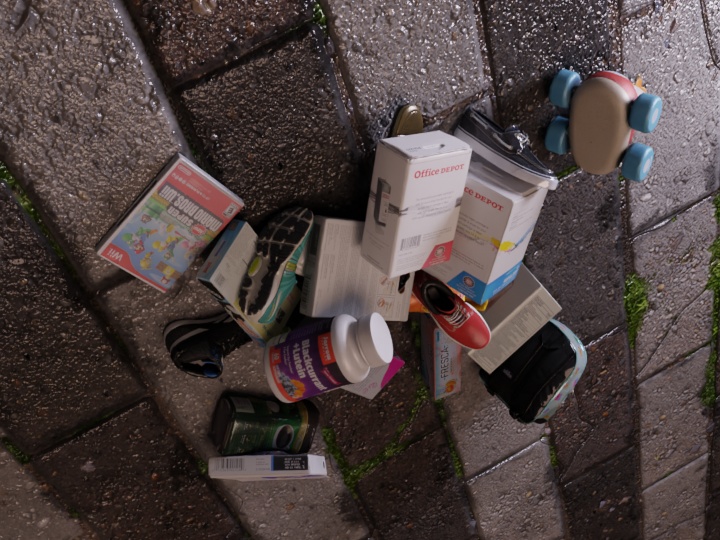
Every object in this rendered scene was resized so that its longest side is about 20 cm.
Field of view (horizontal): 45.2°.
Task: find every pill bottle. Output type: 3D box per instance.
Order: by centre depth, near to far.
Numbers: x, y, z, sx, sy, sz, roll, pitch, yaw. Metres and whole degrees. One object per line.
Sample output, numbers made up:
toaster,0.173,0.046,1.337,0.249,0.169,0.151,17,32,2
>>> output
pill bottle,-0.051,0.137,1.406,0.196,0.113,0.112,-20,137,21

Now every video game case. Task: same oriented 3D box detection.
video game case,-0.293,-0.069,1.337,0.200,0.018,0.142,-46,133,10

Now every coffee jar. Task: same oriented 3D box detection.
coffee jar,-0.175,0.293,1.633,0.196,0.085,0.106,9,109,-32

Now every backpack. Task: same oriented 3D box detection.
backpack,0.373,0.199,1.802,0.152,0.176,0.202,6,123,-51

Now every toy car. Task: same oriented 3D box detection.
toy car,0.449,-0.284,1.504,0.199,0.182,0.180,-40,141,-35

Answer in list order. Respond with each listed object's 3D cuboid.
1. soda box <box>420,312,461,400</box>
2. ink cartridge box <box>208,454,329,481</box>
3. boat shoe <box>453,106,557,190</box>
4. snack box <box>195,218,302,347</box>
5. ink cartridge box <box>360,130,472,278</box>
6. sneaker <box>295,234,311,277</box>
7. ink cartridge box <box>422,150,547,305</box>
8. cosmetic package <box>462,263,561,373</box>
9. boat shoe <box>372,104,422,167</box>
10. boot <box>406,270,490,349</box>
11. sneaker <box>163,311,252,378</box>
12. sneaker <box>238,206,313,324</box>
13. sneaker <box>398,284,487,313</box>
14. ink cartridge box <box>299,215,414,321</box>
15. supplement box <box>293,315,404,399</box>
soda box,0.160,0.160,1.725,0.062,0.069,0.203,-16,130,-15
ink cartridge box,-0.169,0.379,1.658,0.193,0.045,0.200,-4,163,8
boat shoe,0.245,-0.203,1.414,0.071,0.199,0.069,-4,126,-57
snack box,-0.178,0.026,1.422,0.118,0.036,0.201,-60,139,-24
ink cartridge box,0.087,-0.108,1.372,0.144,0.084,0.204,-15,127,-39
sneaker,-0.037,-0.018,1.486,0.197,0.075,0.090,20,102,-37
ink cartridge box,0.208,-0.082,1.481,0.144,0.146,0.204,-28,141,-47
cosmetic package,0.291,0.096,1.734,0.199,0.088,0.103,-42,132,8
boat shoe,0.050,-0.176,1.406,0.072,0.064,0.204,-12,123,-42
boot,0.171,0.083,1.541,0.199,0.144,0.073,43,91,-15
sneaker,-0.226,0.130,1.462,0.195,0.113,0.074,-12,131,-20
sneaker,-0.132,-0.009,1.396,0.203,0.076,0.080,-64,151,-8
sneaker,0.154,0.051,1.633,0.195,0.078,0.074,-8,130,-21
ink cartridge box,0.000,0.000,1.457,0.197,0.057,0.167,4,98,-38
supplement box,-0.025,0.147,1.576,0.101,0.104,0.199,-47,139,12
